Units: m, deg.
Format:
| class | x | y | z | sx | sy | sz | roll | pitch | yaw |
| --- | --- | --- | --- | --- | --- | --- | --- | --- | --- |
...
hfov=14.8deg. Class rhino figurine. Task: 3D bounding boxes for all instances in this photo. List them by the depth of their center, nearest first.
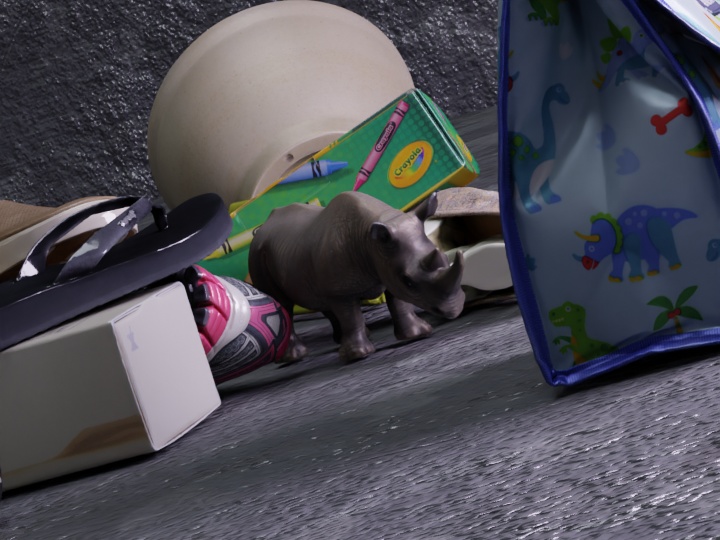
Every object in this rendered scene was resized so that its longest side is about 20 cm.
| class | x | y | z | sx | sy | sz | roll | pitch | yaw |
| --- | --- | --- | --- | --- | --- | --- | --- | --- | --- |
| rhino figurine | 0.000 | 0.000 | 1.484 | 0.060 | 0.087 | 0.200 | -21 | 6 | -28 |

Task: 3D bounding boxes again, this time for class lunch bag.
| class | x | y | z | sx | sy | sz | roll | pitch | yaw |
| --- | --- | --- | --- | --- | --- | --- | --- | --- | --- |
| lunch bag | 0.120 | -0.069 | 1.209 | 0.127 | 0.200 | 0.170 | -16 | 5 | 15 |

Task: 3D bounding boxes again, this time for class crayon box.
| class | x | y | z | sx | sy | sz | roll | pitch | yaw |
| --- | --- | --- | --- | --- | --- | --- | --- | --- | --- |
| crayon box | -0.028 | -0.026 | 1.636 | 0.200 | 0.058 | 0.119 | -35 | -4 | 5 |

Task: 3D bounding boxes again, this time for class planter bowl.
| class | x | y | z | sx | sy | sz | roll | pitch | yaw |
| --- | --- | --- | --- | --- | --- | --- | --- | --- | --- |
| planter bowl | -0.039 | -0.071 | 1.937 | 0.200 | 0.200 | 0.135 | -18 | 32 | -7 |

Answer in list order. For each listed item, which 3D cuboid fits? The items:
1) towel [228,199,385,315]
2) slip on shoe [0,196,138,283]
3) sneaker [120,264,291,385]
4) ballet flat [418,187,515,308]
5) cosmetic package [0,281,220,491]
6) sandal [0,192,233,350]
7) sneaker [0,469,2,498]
| class | x | y | z | sx | sy | sz | roll | pitch | yaw |
| --- | --- | --- | --- | --- | --- | --- | --- | --- | --- |
| towel | -0.035 | -0.012 | 1.780 | 0.018 | 0.086 | 0.200 | 13 | -11 | -30 |
| slip on shoe | -0.201 | -0.013 | 1.576 | 0.076 | 0.061 | 0.200 | 0 | -18 | -38 |
| sneaker | -0.123 | 0.048 | 1.533 | 0.075 | 0.081 | 0.200 | 16 | -18 | -40 |
| ballet flat | 0.065 | -0.010 | 1.518 | 0.067 | 0.068 | 0.200 | -28 | 9 | -31 |
| cosmetic package | -0.185 | 0.072 | 1.422 | 0.200 | 0.071 | 0.105 | -16 | 6 | 21 |
| sandal | -0.143 | -0.005 | 1.414 | 0.200 | 0.043 | 0.076 | -27 | 12 | -40 |
| sneaker | -0.276 | 0.097 | 1.268 | 0.200 | 0.076 | 0.115 | 20 | -35 | -39 |
